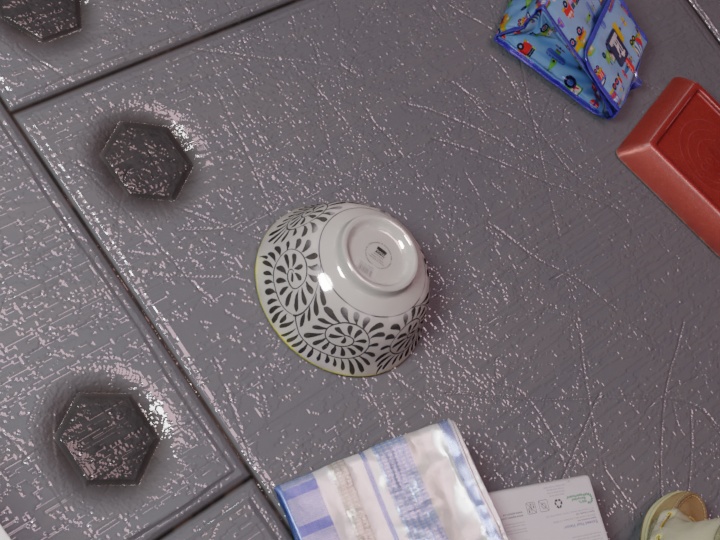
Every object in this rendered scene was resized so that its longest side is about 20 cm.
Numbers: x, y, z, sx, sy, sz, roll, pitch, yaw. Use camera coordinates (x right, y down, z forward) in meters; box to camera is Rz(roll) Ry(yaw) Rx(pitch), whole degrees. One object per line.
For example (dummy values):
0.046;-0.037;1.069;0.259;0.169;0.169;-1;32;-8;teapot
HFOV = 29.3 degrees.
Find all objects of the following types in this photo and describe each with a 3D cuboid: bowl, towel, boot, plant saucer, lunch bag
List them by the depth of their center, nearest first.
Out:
0.033;0.239;1.333;0.200;0.024;0.147;-18;72;-18;towel
0.000;0.000;1.429;0.200;0.094;0.201;13;59;-23;bowl
0.363;0.278;1.431;0.072;0.155;0.200;58;38;-3;boot
0.285;-0.296;1.763;0.200;0.094;0.151;41;51;-20;lunch bag
0.452;-0.144;1.795;0.200;0.037;0.200;44;52;-1;plant saucer

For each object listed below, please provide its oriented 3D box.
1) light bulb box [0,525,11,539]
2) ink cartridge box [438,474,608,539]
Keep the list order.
-0.395;0.184;1.045;0.125;0.198;0.200;-34;85;-39;light bulb box
0.176;0.319;1.393;0.196;0.043;0.200;-3;69;-32;ink cartridge box
